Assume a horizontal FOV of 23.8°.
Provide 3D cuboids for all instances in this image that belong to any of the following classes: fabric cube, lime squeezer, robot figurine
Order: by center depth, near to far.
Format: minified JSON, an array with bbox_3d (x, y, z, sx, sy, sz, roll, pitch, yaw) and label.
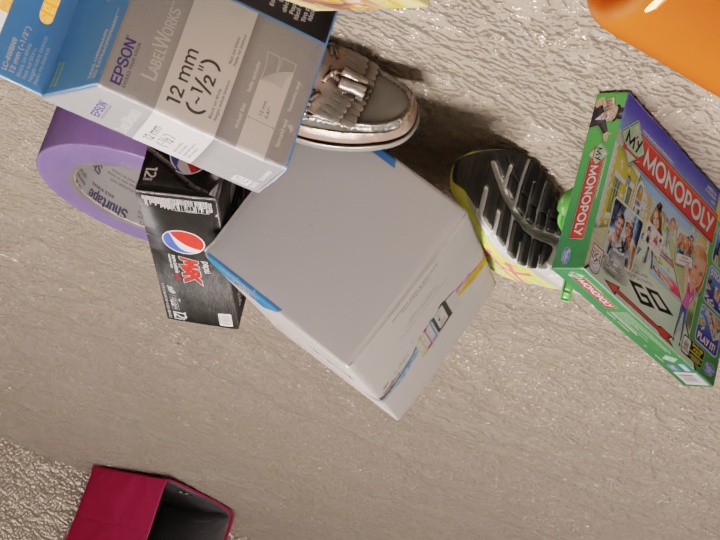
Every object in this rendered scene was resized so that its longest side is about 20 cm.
[{"bbox_3d":[0.199,-0.152,0.894,0.199,0.117,0.144,26,122,-22],"label":"robot figurine"},{"bbox_3d":[0.163,-0.023,1.264,0.037,0.072,0.200,-2,172,6],"label":"lime squeezer"},{"bbox_3d":[-0.377,0.476,3.014,0.198,0.202,0.196,3,157,41],"label":"fabric cube"}]

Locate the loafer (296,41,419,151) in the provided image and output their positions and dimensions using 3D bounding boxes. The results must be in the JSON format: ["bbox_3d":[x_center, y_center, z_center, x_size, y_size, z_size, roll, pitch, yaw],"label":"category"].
[{"bbox_3d":[-0.054,-0.141,1.233,0.198,0.072,0.063,17,153,13],"label":"loafer"}]

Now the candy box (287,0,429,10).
[{"bbox_3d":[-0.063,-0.202,0.989,0.199,0.056,0.115,13,176,-39],"label":"candy box"}]

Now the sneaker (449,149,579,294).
[{"bbox_3d":[0.114,-0.033,1.358,0.090,0.079,0.200,6,158,37],"label":"sneaker"}]

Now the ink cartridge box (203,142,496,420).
[{"bbox_3d":[0.000,0.000,1.323,0.147,0.145,0.200,36,174,18],"label":"ink cartridge box"}]

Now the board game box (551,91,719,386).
[{"bbox_3d":[0.211,-0.018,1.221,0.029,0.136,0.200,1,155,40],"label":"board game box"}]

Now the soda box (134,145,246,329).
[{"bbox_3d":[-0.124,-0.034,1.323,0.063,0.071,0.201,9,151,6],"label":"soda box"}]

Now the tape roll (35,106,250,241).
[{"bbox_3d":[-0.164,-0.093,1.433,0.198,0.086,0.200,17,161,6],"label":"tape roll"}]

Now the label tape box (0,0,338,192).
[{"bbox_3d":[-0.124,-0.159,1.119,0.198,0.145,0.066,24,161,-17],"label":"label tape box"}]

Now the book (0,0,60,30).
[{"bbox_3d":[-0.212,-0.193,1.238,0.133,0.048,0.200,30,160,-14],"label":"book"}]
